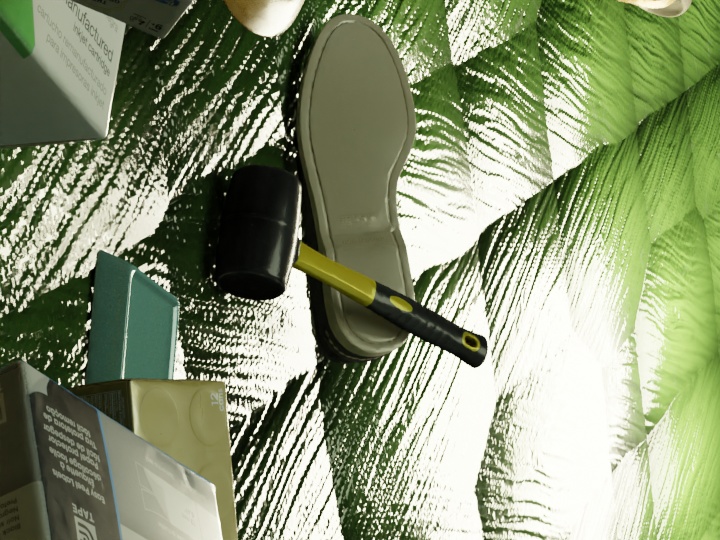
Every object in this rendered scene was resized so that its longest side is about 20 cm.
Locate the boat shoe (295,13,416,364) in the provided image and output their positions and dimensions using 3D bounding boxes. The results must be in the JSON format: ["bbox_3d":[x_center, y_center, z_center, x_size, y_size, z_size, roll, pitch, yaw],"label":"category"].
[{"bbox_3d":[-0.010,-0.044,1.468,0.063,0.072,0.202,146,-56,-62],"label":"boat shoe"}]

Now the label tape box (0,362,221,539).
[{"bbox_3d":[-0.098,0.154,0.966,0.143,0.066,0.201,41,28,-53],"label":"label tape box"}]

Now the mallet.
[{"bbox_3d":[0.000,0.000,1.391,0.199,0.041,0.066,20,64,-43],"label":"mallet"}]

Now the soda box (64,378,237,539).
[{"bbox_3d":[-0.094,0.149,1.124,0.068,0.064,0.202,4,79,-54],"label":"soda box"}]

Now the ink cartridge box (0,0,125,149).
[{"bbox_3d":[-0.150,-0.170,1.028,0.146,0.083,0.201,52,39,-56],"label":"ink cartridge box"}]

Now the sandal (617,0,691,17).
[{"bbox_3d":[0.227,-0.240,2.134,0.055,0.081,0.200,-67,163,-7],"label":"sandal"}]

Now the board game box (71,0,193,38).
[{"bbox_3d":[-0.140,-0.182,0.927,0.034,0.199,0.135,-42,-150,56],"label":"board game box"}]

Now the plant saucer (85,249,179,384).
[{"bbox_3d":[-0.109,0.095,1.198,0.070,0.019,0.202,42,49,-62],"label":"plant saucer"}]

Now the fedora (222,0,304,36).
[{"bbox_3d":[-0.081,-0.204,1.234,0.200,0.081,0.202,-8,90,-73],"label":"fedora"}]
